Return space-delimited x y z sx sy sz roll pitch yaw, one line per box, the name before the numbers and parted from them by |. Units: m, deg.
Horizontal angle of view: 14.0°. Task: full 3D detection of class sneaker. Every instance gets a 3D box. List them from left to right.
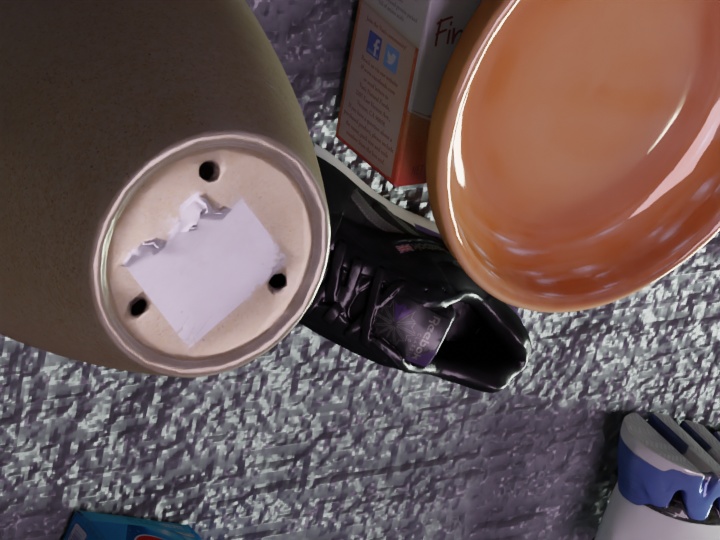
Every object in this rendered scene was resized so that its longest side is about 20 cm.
sneaker | 0.000 0.000 1.296 0.199 0.088 0.076 19 106 -41
sneaker | 0.192 0.146 1.543 0.199 0.081 0.116 14 113 -33

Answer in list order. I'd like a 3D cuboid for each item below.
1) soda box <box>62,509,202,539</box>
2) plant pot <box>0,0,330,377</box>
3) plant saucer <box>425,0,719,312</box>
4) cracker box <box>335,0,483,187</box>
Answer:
soda box | -0.128 0.214 1.359 0.068 0.064 0.201 11 111 -40
plant pot | -0.094 -0.040 1.109 0.186 0.200 0.188 -11 117 -24
plant saucer | 0.108 -0.077 1.282 0.199 0.037 0.201 -20 129 -27
cracker box | 0.072 -0.142 1.279 0.133 0.058 0.201 -8 121 -32
